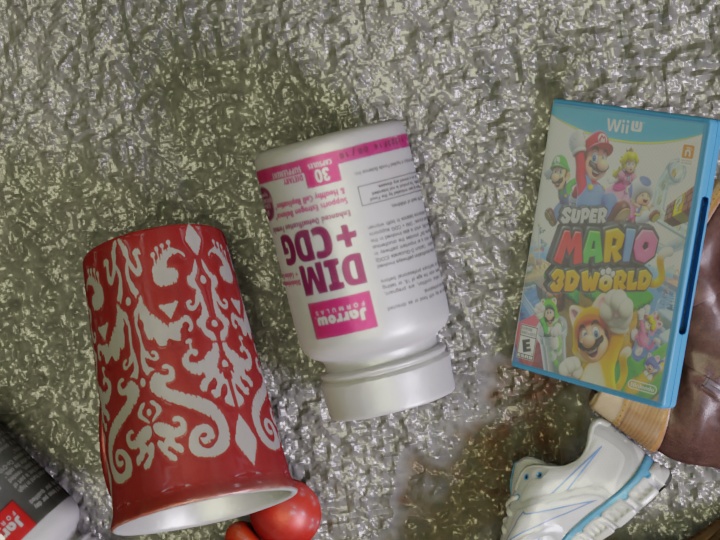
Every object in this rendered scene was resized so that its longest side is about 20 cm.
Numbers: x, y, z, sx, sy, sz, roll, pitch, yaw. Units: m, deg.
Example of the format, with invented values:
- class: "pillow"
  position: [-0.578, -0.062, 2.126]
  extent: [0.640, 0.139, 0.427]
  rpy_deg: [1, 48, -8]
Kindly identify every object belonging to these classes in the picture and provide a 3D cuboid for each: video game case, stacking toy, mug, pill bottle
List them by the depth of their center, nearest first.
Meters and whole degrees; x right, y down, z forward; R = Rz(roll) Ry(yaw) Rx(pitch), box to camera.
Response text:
- class: "video game case"
  position: [0.179, -0.015, 1.174]
  extent: [0.143, 0.018, 0.201]
  rpy_deg: [14, 97, 46]
- class: "pill bottle"
  position: [0.000, 0.000, 1.192]
  extent: [0.113, 0.113, 0.201]
  rpy_deg: [-14, 93, 8]
- class: "mug"
  position: [-0.150, 0.084, 1.198]
  extent: [0.177, 0.133, 0.201]
  rpy_deg: [-19, 75, 24]
- class: "pill bottle"
  position: [-0.285, 0.184, 1.242]
  extent: [0.200, 0.114, 0.114]
  rpy_deg: [44, 98, 2]
- class: "stacking toy"
  position: [-0.103, 0.241, 1.251]
  extent: [0.085, 0.085, 0.200]
  rpy_deg: [40, 91, 2]

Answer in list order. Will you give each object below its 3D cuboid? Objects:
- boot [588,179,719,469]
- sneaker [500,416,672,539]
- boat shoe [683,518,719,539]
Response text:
- class: "boot"
  position: [0.275, 0.051, 1.193]
  extent: [0.166, 0.072, 0.201]
  rpy_deg: [23, 101, -1]
- class: "sneaker"
  position: [0.129, 0.187, 1.222]
  extent: [0.200, 0.075, 0.087]
  rpy_deg: [-42, 81, 1]
- class: "boat shoe"
  position: [0.267, 0.228, 1.210]
  extent: [0.199, 0.071, 0.065]
  rpy_deg: [-14, 128, 0]
